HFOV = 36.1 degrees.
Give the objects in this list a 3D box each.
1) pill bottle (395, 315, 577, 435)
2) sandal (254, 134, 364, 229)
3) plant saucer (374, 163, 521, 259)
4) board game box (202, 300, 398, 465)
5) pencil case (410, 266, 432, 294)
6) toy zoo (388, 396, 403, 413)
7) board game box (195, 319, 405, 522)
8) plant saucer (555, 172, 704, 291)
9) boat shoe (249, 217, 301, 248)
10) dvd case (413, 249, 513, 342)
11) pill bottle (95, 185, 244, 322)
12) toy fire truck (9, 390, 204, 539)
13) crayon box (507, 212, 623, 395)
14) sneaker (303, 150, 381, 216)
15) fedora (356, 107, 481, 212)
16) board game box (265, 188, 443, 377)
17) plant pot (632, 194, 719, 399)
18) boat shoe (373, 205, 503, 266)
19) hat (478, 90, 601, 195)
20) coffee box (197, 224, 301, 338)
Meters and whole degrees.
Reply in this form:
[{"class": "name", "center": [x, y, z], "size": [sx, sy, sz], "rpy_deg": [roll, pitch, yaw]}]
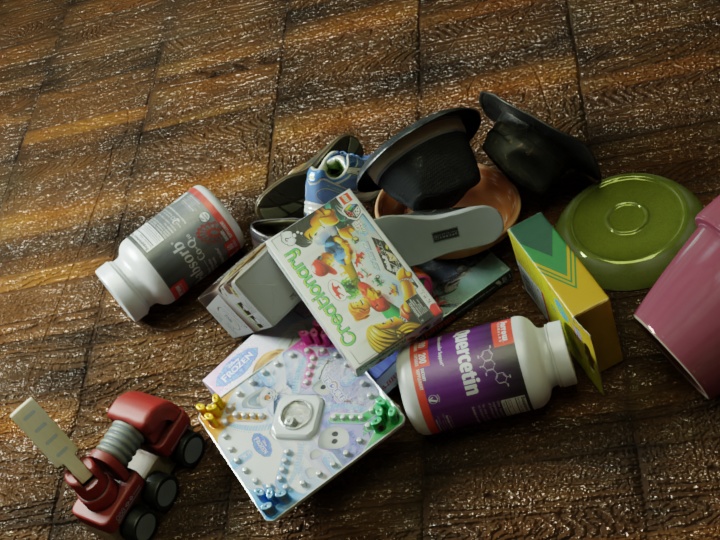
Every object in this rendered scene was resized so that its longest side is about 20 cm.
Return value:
[{"class": "pill bottle", "center": [0.149, 0.120, 1.312], "size": [0.200, 0.113, 0.113], "rpy_deg": [-16, 47, 11]}, {"class": "sandal", "center": [-0.080, -0.134, 1.660], "size": [0.200, 0.082, 0.055], "rpy_deg": [-46, 31, -19]}, {"class": "plant saucer", "center": [0.120, -0.080, 1.524], "size": [0.200, 0.038, 0.200], "rpy_deg": [-4, 42, 4]}, {"class": "board game box", "center": [-0.069, 0.132, 1.413], "size": [0.200, 0.041, 0.199], "rpy_deg": [-43, 48, -16]}, {"class": "pencil case", "center": [0.000, 0.000, 1.464], "size": [0.200, 0.088, 0.088], "rpy_deg": [31, 67, 33]}, {"class": "toy zoo", "center": [-0.055, 0.167, 1.421], "size": [0.131, 0.020, 0.200], "rpy_deg": [-40, 48, -14]}, {"class": "board game box", "center": [-0.078, 0.173, 1.336], "size": [0.200, 0.026, 0.200], "rpy_deg": [-36, 47, -8]}, {"class": "plant saucer", "center": [0.350, -0.061, 1.447], "size": [0.200, 0.031, 0.200], "rpy_deg": [-11, 47, 12]}, {"class": "boat shoe", "center": [-0.068, -0.043, 1.579], "size": [0.200, 0.065, 0.072], "rpy_deg": [3, 51, 24]}, {"class": "dvd case", "center": [0.085, 0.022, 1.490], "size": [0.200, 0.022, 0.146], "rpy_deg": [-35, 47, -9]}, {"class": "pill bottle", "center": [-0.278, -0.023, 1.614], "size": [0.200, 0.116, 0.116], "rpy_deg": [-40, 48, -13]}, {"class": "toy fire truck", "center": [-0.314, 0.213, 1.363], "size": [0.128, 0.200, 0.176], "rpy_deg": [13, 57, 30]}, {"class": "crayon box", "center": [0.254, 0.039, 1.334], "size": [0.051, 0.127, 0.200], "rpy_deg": [-27, 47, -2]}, {"class": "sneaker", "center": [-0.007, -0.139, 1.602], "size": [0.076, 0.077, 0.200], "rpy_deg": [14, 32, 32]}, {"class": "fedora", "center": [0.095, -0.130, 1.459], "size": [0.200, 0.201, 0.092], "rpy_deg": [-31, 77, -6]}, {"class": "board game box", "center": [-0.009, 0.012, 1.334], "size": [0.126, 0.035, 0.200], "rpy_deg": [-33, 71, -10]}, {"class": "plant pot", "center": [0.414, 0.038, 1.238], "size": [0.179, 0.200, 0.200], "rpy_deg": [-42, 46, 6]}, {"class": "boat shoe", "center": [0.082, -0.048, 1.421], "size": [0.200, 0.070, 0.066], "rpy_deg": [-14, 6, -7]}, {"class": "hat", "center": [0.224, -0.154, 1.493], "size": [0.200, 0.201, 0.081], "rpy_deg": [33, 86, 39]}, {"class": "coffee box", "center": [-0.130, 0.019, 1.465], "size": [0.113, 0.080, 0.200], "rpy_deg": [-45, 9, -21]}]
